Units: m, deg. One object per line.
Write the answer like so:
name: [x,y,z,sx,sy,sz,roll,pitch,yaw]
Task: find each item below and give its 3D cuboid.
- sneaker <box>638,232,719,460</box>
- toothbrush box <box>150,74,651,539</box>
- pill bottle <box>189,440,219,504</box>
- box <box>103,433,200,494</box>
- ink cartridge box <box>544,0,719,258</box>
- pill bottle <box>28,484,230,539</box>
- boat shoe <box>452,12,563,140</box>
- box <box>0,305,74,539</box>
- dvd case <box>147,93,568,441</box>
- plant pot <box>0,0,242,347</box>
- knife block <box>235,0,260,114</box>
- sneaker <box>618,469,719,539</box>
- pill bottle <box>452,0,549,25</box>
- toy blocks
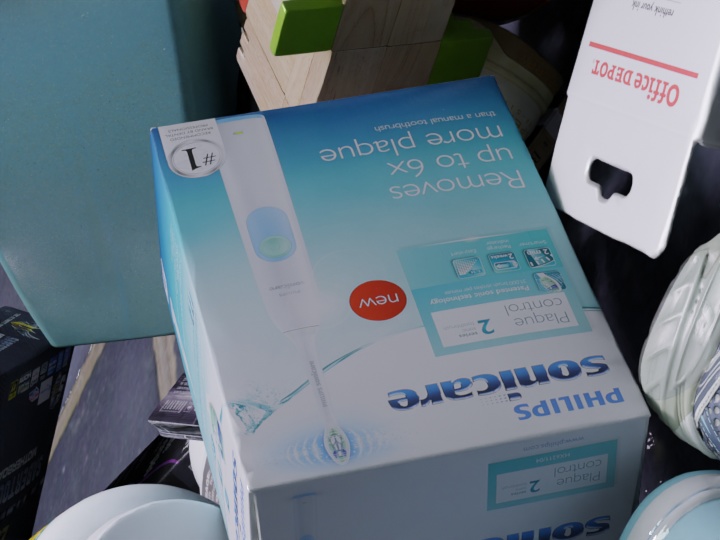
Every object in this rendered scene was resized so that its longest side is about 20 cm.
sneaker: [0.164,-0.016,0.729,0.086,0.077,0.201,44,127,51]
toothbrush box: [0.008,0.026,0.848,0.200,0.146,0.086,-108,13,-45]
pill bottle: [-0.008,0.107,1.004,0.200,0.113,0.114,-139,64,-65]
box: [-0.125,0.137,1.221,0.200,0.036,0.143,-44,8,20]
ink cartridge box: [0.141,-0.104,0.813,0.115,0.068,0.201,-143,68,-68]
pill bottle: [-0.095,0.149,0.918,0.200,0.112,0.113,143,136,-69]
boat shoe: [0.011,-0.081,1.030,0.200,0.073,0.063,16,74,52]
box: [-0.217,0.117,1.172,0.200,0.051,0.158,-38,-36,-74]
dvd case: [0.000,0.000,1.012,0.200,0.016,0.148,-53,26,-22]
plant pot: [-0.132,-0.070,1.200,0.141,0.141,0.201,-64,-35,-70]
knife block: [-0.036,-0.148,1.142,0.175,0.200,0.064,-40,33,10]
sneaker: [0.111,0.176,0.726,0.131,0.079,0.201,-144,67,-68]
pill bottle: [0.066,-0.174,0.979,0.200,0.112,0.113,150,129,-62]
toy blocks: [-0.013,-0.141,0.938,0.200,0.100,0.137,109,145,-46]
